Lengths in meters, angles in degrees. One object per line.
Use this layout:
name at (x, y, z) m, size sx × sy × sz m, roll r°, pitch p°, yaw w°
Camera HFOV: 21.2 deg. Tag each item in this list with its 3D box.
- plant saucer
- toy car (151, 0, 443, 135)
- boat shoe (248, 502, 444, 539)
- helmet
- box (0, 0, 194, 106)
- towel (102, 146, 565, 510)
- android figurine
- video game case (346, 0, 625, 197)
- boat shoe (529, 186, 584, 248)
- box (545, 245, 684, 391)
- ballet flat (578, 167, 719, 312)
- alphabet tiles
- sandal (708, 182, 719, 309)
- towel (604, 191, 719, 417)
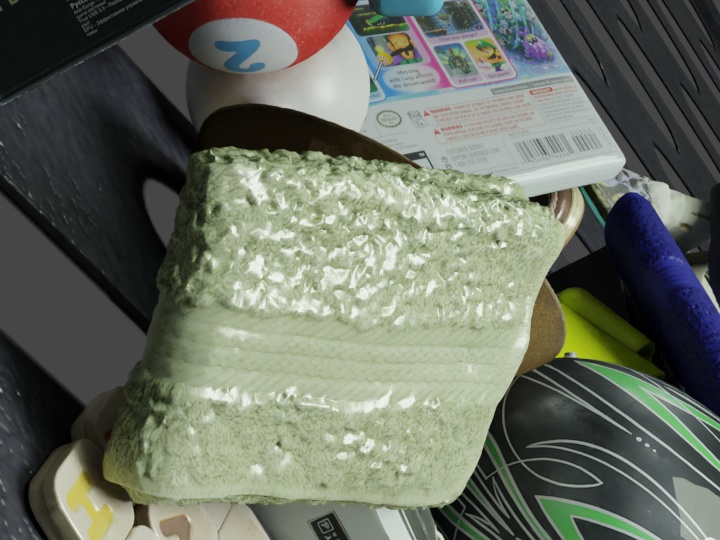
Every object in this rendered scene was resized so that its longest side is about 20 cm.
plant saucer at (0.000, 0.000, 0.901) m, size 0.200 × 0.200 × 0.036 m, roll 49°, pitch 64°, yaw -37°
toy car at (-0.045, -0.106, 0.948) m, size 0.177 × 0.183 × 0.201 m, roll -79°, pitch 167°, yaw -61°
boat shoe at (-0.011, 0.094, 0.866) m, size 0.064 × 0.070 × 0.201 m, roll -54°, pitch 124°, yaw -69°
helmet at (0.116, 0.139, 0.955) m, size 0.190 × 0.200 × 0.201 m, roll 35°, pitch 30°, yaw -25°
box at (-0.098, -0.128, 0.705) m, size 0.086 × 0.199 × 0.164 m, roll 61°, pitch 19°, yaw -10°
towel at (-0.004, 0.027, 0.761) m, size 0.199 × 0.149 × 0.036 m, roll 8°, pitch 13°, yaw -44°
android figurine at (0.096, 0.043, 1.116) m, size 0.200 × 0.041 × 0.182 m, roll 38°, pitch 25°, yaw 29°
video game case at (0.033, -0.113, 1.105) m, size 0.199 × 0.024 × 0.183 m, roll -13°, pitch 62°, yaw -33°
boat shoe at (0.056, -0.066, 1.172) m, size 0.072 × 0.072 × 0.200 m, roll 32°, pitch 7°, yaw -40°
box at (0.176, 0.120, 1.269) m, size 0.182 × 0.104 × 0.200 m, roll 51°, pitch 22°, yaw -28°
ballet flat at (0.217, -0.010, 1.288) m, size 0.201 × 0.072 × 0.072 m, roll 54°, pitch 21°, yaw -25°
alphabet tiles at (-0.058, 0.145, 0.746) m, size 0.201 × 0.015 × 0.196 m, roll 60°, pitch 19°, yaw -12°
sandal at (0.251, -0.002, 1.205) m, size 0.076 × 0.043 × 0.201 m, roll 51°, pitch 25°, yaw -27°
towel at (0.209, 0.060, 1.158) m, size 0.148 × 0.049 × 0.200 m, roll 51°, pitch 11°, yaw -38°
